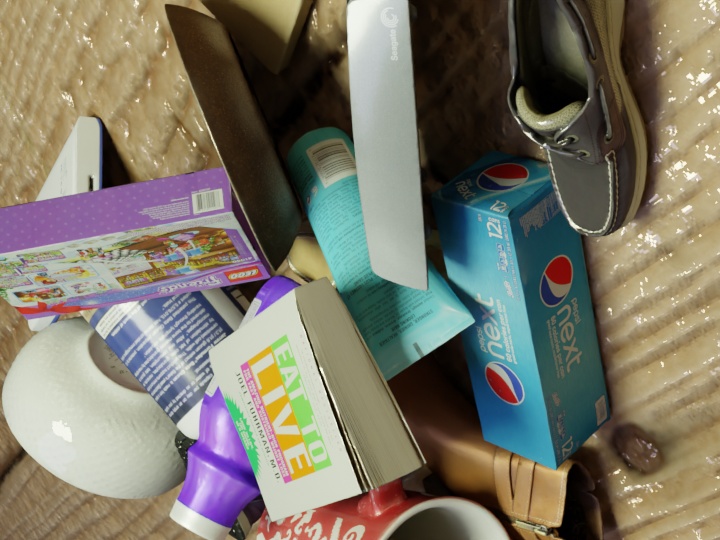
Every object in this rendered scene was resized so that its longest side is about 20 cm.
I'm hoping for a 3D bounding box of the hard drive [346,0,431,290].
[{"bbox_3d":[0.017,-0.102,0.911,0.042,0.135,0.201,-4,126,2],"label":"hard drive"}]

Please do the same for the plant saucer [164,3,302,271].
[{"bbox_3d":[-0.083,-0.099,1.051,0.200,0.036,0.202,-23,-90,-89],"label":"plant saucer"}]

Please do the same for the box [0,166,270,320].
[{"bbox_3d":[-0.176,-0.017,1.096,0.137,0.198,0.039,69,-167,-68],"label":"box"}]

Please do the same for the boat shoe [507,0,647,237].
[{"bbox_3d":[0.115,-0.099,0.840,0.072,0.065,0.201,23,138,37],"label":"boat shoe"}]

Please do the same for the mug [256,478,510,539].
[{"bbox_3d":[0.012,0.200,1.130,0.199,0.132,0.180,4,90,62],"label":"mug"}]

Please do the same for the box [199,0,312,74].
[{"bbox_3d":[-0.084,-0.248,0.997,0.164,0.021,0.200,47,147,11],"label":"box"}]

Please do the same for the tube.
[{"bbox_3d":[0.005,-0.016,1.000,0.050,0.077,0.201,40,-162,-47],"label":"tube"}]

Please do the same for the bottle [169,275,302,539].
[{"bbox_3d":[-0.078,0.107,1.135,0.083,0.201,0.065,28,176,-21],"label":"bottle"}]

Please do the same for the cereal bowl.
[{"bbox_3d":[-0.225,0.112,1.387,0.200,0.200,0.084,43,122,17],"label":"cereal bowl"}]

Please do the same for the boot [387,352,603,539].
[{"bbox_3d":[0.088,0.130,1.083,0.155,0.077,0.201,12,133,49],"label":"boot"}]

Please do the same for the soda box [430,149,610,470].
[{"bbox_3d":[0.107,0.027,0.974,0.068,0.064,0.201,19,134,42],"label":"soda box"}]

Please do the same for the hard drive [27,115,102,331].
[{"bbox_3d":[-0.274,-0.038,1.379,0.200,0.025,0.133,138,133,-58],"label":"hard drive"}]

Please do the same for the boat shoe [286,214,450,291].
[{"bbox_3d":[0.000,0.000,1.076,0.199,0.076,0.072,7,127,50],"label":"boat shoe"}]

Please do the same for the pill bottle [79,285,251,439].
[{"bbox_3d":[-0.130,0.066,1.219,0.200,0.111,0.111,49,148,2],"label":"pill bottle"}]

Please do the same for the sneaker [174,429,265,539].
[{"bbox_3d":[-0.110,0.164,1.355,0.076,0.088,0.201,36,156,19],"label":"sneaker"}]

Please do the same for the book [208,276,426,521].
[{"bbox_3d":[-0.039,0.091,1.002,0.135,0.048,0.200,67,155,6],"label":"book"}]
